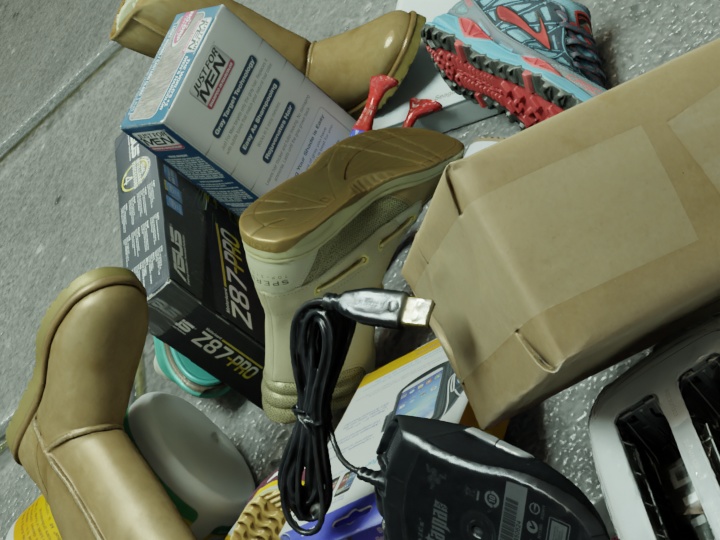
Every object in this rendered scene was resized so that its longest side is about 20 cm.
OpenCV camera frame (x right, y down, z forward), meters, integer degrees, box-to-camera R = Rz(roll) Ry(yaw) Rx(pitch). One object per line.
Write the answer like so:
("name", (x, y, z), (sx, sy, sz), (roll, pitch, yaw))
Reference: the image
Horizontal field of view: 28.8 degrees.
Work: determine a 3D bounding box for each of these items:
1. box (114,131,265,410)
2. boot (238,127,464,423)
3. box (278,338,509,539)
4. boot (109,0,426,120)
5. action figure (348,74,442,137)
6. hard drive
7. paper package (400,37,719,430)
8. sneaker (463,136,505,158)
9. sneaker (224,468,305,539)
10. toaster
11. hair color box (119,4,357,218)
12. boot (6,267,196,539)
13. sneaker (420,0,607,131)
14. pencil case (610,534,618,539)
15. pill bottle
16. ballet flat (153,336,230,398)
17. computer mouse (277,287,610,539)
("box", (-0.108, -0.005, 1.030), (0.049, 0.161, 0.201), (-37, 38, 19))
("boot", (0.000, 0.000, 0.949), (0.072, 0.157, 0.200), (18, 36, 32))
("box", (0.029, 0.104, 0.823), (0.119, 0.042, 0.200), (-29, 17, 29))
("boot", (-0.073, -0.180, 1.069), (0.175, 0.199, 0.067), (-39, 32, 50))
("action figure", (-0.002, -0.039, 1.011), (0.052, 0.065, 0.201), (14, 82, 59))
("hard drive", (0.076, -0.196, 1.099), (0.131, 0.027, 0.201), (-15, 51, 40))
("paper package", (0.136, -0.019, 0.690), (0.199, 0.191, 0.104), (-26, 78, -11))
("sneaker", (0.113, -0.025, 0.878), (0.199, 0.070, 0.109), (8, 62, 58))
("sneaker", (-0.066, 0.200, 0.903), (0.200, 0.075, 0.090), (-52, -6, 27))
("toaster", (0.184, 0.116, 0.635), (0.113, 0.129, 0.201), (-36, 40, 23))
("hair color box", (-0.069, -0.093, 1.025), (0.060, 0.200, 0.101), (2, 61, 48))
("boot", (-0.137, 0.125, 0.853), (0.200, 0.066, 0.176), (52, 130, 34))
("sneaker", (0.128, -0.147, 0.949), (0.095, 0.079, 0.200), (-42, 50, -10))
("pencil case", (0.081, 0.211, 0.705), (0.200, 0.087, 0.083), (-37, 13, 21))
("pill bottle", (-0.178, 0.190, 0.987), (0.200, 0.113, 0.113), (-45, 37, 12))
("ballet flat", (-0.138, 0.046, 1.116), (0.071, 0.067, 0.201), (-61, 29, 32))
("computer mouse", (0.045, 0.081, 0.677), (0.199, 0.046, 0.142), (13, 109, 37))
